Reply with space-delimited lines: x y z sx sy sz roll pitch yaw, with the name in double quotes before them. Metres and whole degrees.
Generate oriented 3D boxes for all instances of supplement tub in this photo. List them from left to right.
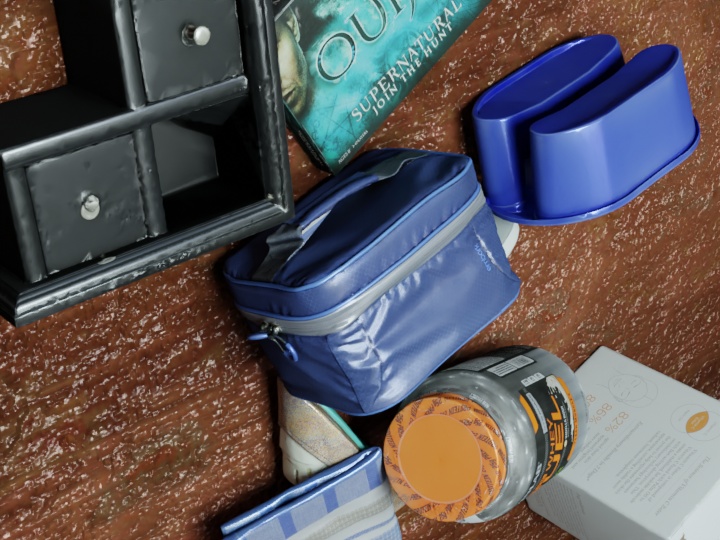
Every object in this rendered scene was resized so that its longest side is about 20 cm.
"supplement tub" 0.104 0.133 1.013 0.200 0.122 0.123 -12 119 -62

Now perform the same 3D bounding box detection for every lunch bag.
"lunch bag" 0.000 0.000 0.881 0.200 0.136 0.133 -39 117 -29

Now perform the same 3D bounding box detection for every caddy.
"caddy" 0.182 -0.108 1.002 0.200 0.141 0.105 -34 124 -26

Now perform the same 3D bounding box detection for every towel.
"towel" -0.032 0.234 0.998 0.147 0.024 0.200 -26 138 -15

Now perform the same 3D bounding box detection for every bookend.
"bookend" -0.151 -0.102 0.731 0.198 0.092 0.201 -23 122 -33

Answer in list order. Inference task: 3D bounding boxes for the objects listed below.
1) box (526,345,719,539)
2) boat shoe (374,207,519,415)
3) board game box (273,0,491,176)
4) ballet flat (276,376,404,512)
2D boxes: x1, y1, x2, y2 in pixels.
"box" 0.267 0.188 1.171 0.152 0.200 0.106 -41 131 -20
"boat shoe" 0.058 0.032 1.007 0.200 0.071 0.064 -45 133 -7
"board game box" 0.009 -0.185 0.885 0.200 0.028 0.135 -50 135 -13
"ballet flat" -0.021 0.154 0.990 0.067 0.068 0.200 -48 132 -5
